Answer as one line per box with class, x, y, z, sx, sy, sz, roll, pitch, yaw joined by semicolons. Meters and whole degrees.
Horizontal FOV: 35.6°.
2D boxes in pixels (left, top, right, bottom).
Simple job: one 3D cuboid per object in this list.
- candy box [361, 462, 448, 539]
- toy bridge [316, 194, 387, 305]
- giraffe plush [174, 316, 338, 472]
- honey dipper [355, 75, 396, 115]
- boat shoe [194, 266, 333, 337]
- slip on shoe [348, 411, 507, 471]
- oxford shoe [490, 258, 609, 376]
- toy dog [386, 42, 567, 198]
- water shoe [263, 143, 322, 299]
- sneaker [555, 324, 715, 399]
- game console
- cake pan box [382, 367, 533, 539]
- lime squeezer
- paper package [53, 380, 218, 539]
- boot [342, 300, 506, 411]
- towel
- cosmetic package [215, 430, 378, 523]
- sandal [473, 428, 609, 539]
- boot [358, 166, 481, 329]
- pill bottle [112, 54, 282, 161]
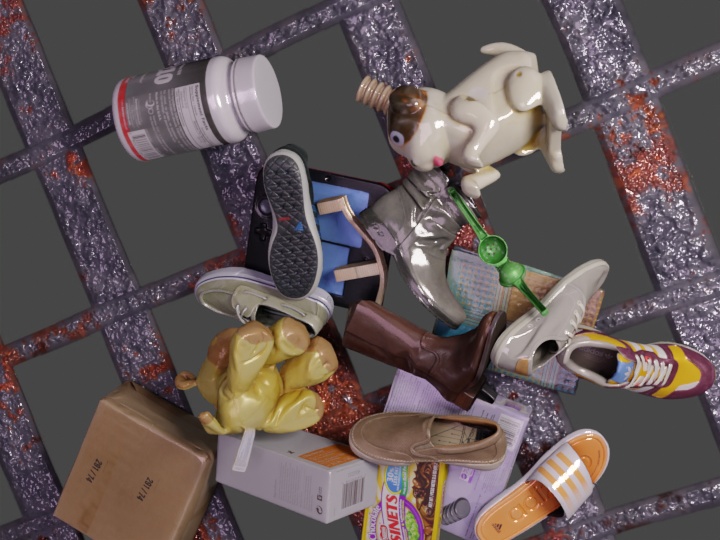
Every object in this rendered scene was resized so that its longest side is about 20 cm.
candy box;0.055;0.319;1.463;0.102;0.026;0.201;10;102;19
toy bridge;0.000;0.000;1.455;0.067;0.027;0.201;-11;101;18
giraffe plush;-0.149;0.140;1.463;0.172;0.162;0.200;34;87;-33
honey dipper;0.090;-0.191;1.422;0.199;0.038;0.038;25;104;7
boat shoe;-0.136;0.044;1.493;0.199;0.062;0.072;6;129;19
slip on shoe;0.083;0.207;1.402;0.199;0.076;0.061;7;143;12
oxford shoe;0.237;0.060;1.337;0.058;0.200;0.075;35;150;29
toy dog;0.129;-0.186;1.337;0.199;0.140;0.195;-15;72;0
water shoe;-0.078;-0.063;1.439;0.071;0.079;0.201;3;113;13
sneaker;0.333;0.120;1.359;0.199;0.090;0.075;10;102;6
game console;-0.052;-0.045;1.486;0.199;0.031;0.178;13;102;14
cake pan box;0.111;0.235;1.472;0.183;0.052;0.201;19;103;11
lime squeezer;0.173;-0.015;1.355;0.038;0.071;0.200;-28;64;-12
paper package;-0.303;0.287;1.572;0.190;0.103;0.201;27;105;12
boot;0.069;0.073;1.376;0.200;0.064;0.187;30;137;13
towel;0.197;0.064;1.436;0.199;0.022;0.147;16;103;12
cosmetic package;-0.085;0.259;1.470;0.199;0.101;0.072;11;101;37
sandal;0.237;0.288;1.413;0.207;0.059;0.079;-40;108;3
boot;0.102;-0.036;1.406;0.130;0.068;0.200;-37;90;8
pill bottle;-0.211;-0.215;1.462;0.199;0.114;0.114;-10;96;17
